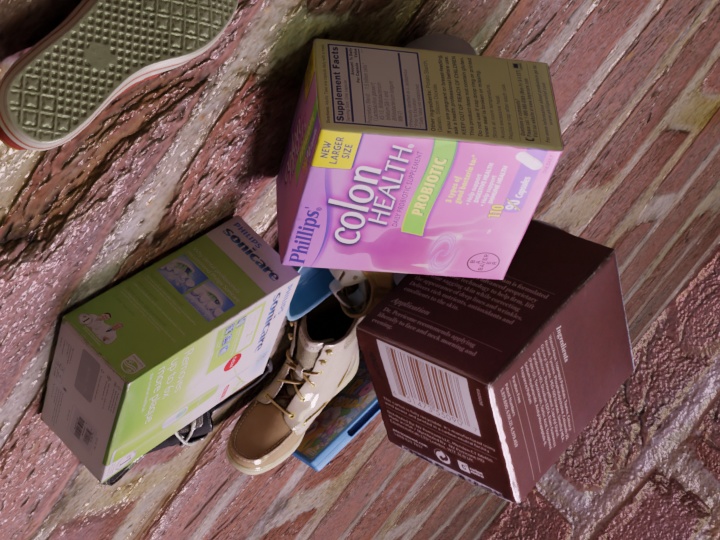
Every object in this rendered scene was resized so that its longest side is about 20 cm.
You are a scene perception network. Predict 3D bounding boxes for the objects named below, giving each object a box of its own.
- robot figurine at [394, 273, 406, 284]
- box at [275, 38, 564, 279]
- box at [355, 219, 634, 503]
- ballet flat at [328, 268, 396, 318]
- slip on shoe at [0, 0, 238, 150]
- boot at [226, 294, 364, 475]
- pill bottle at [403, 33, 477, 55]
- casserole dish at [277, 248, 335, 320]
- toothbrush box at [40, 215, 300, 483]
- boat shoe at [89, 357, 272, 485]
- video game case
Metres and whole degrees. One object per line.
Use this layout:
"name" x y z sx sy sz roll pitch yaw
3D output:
"robot figurine" 0.069 0.040 1.747 0.124 0.151 0.200 -18 -173 -5
"box" 0.043 -0.087 1.354 0.199 0.097 0.176 5 143 -12
"box" 0.131 0.075 1.555 0.200 0.165 0.165 -43 136 -28
"ballet flat" 0.000 0.000 1.542 0.063 0.069 0.200 -31 158 -7
"slip on shoe" -0.155 -0.140 1.025 0.200 0.074 0.061 -44 -162 -30
"boot" -0.066 0.112 1.731 0.200 0.072 0.155 -45 164 -28
"pill bottle" 0.084 -0.117 1.494 0.112 0.112 0.200 -42 145 -17
"casserole dish" -0.018 -0.032 1.595 0.200 0.039 0.121 -40 160 -25
"toothbrush box" -0.161 0.064 1.390 0.200 0.086 0.146 -34 158 -39
"boat shoe" -0.170 0.133 1.546 0.200 0.068 0.072 -42 163 -11
"video game case" -0.007 0.138 1.874 0.200 0.018 0.143 -44 -159 -12
